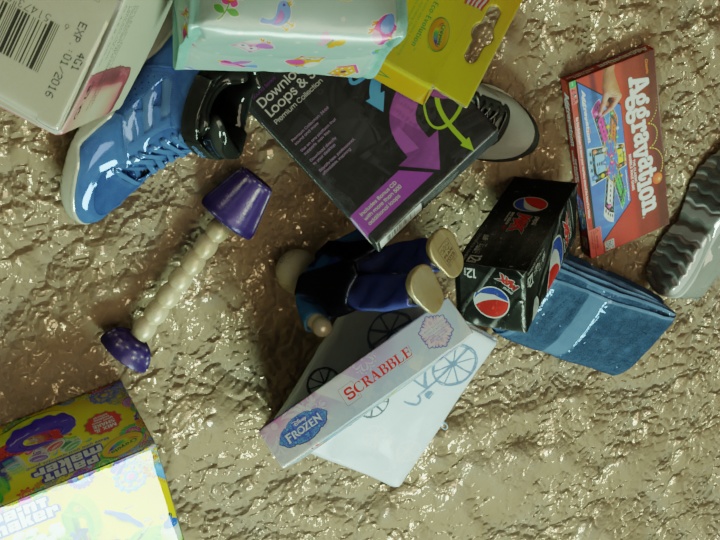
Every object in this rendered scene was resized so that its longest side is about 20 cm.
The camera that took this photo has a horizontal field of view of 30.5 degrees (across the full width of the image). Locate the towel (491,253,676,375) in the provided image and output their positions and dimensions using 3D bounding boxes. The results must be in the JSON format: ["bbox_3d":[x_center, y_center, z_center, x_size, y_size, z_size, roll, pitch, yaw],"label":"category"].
[{"bbox_3d":[0.229,0.048,1.380,0.198,0.049,0.112,19,120,-33],"label":"towel"}]

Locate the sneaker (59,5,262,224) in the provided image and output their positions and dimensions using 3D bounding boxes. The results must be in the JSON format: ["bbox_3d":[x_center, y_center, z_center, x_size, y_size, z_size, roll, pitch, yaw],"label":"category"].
[{"bbox_3d":[-0.158,-0.107,1.079,0.201,0.111,0.077,-56,158,2],"label":"sneaker"}]

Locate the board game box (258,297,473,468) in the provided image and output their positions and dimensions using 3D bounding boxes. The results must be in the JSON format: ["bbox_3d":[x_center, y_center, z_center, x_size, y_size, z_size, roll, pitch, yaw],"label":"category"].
[{"bbox_3d":[0.005,0.105,1.205,0.199,0.200,0.041,-35,84,-4],"label":"board game box"}]

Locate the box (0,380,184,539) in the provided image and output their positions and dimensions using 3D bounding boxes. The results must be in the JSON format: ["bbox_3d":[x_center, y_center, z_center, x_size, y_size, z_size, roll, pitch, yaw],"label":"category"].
[{"bbox_3d":[-0.268,0.239,1.186,0.198,0.122,0.195,-20,121,-17],"label":"box"}]

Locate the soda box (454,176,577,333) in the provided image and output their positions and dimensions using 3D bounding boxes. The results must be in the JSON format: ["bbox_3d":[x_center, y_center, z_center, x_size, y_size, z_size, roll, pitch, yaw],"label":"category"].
[{"bbox_3d":[0.150,-0.019,1.237,0.200,0.070,0.064,-51,143,-55],"label":"soda box"}]

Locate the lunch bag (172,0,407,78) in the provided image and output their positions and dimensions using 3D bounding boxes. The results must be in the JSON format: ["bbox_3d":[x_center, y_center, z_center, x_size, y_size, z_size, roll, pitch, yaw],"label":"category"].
[{"bbox_3d":[-0.057,-0.256,0.988,0.168,0.122,0.203,2,81,-14],"label":"lunch bag"}]

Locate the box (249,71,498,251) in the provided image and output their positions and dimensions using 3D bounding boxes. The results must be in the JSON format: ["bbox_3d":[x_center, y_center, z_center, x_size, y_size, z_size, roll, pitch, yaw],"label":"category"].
[{"bbox_3d":[-0.001,-0.138,1.118,0.143,0.200,0.036,-43,168,-5],"label":"box"}]

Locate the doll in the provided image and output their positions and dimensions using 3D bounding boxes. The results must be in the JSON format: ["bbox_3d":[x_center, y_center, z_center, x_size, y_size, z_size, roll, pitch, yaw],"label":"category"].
[{"bbox_3d":[0.000,0.000,1.166,0.049,0.199,0.137,50,57,-30],"label":"doll"}]

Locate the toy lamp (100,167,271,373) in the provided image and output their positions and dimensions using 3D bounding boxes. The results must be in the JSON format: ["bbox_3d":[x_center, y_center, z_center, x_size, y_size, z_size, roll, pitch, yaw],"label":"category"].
[{"bbox_3d":[-0.152,-0.003,1.173,0.058,0.058,0.201,35,97,-34],"label":"toy lamp"}]

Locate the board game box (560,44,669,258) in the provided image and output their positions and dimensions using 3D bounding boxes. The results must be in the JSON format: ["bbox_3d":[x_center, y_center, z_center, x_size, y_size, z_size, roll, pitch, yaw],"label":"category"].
[{"bbox_3d":[0.263,-0.119,1.348,0.102,0.019,0.202,-23,121,-17],"label":"board game box"}]

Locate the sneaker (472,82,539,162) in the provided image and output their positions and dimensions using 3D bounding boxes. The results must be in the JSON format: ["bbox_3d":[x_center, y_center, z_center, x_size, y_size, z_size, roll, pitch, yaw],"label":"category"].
[{"bbox_3d":[0.091,-0.145,1.214,0.199,0.079,0.075,20,101,-34],"label":"sneaker"}]

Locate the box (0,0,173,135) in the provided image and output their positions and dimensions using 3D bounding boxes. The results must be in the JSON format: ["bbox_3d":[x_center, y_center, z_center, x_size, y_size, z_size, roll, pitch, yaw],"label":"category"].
[{"bbox_3d":[-0.224,-0.181,0.946,0.127,0.200,0.110,28,101,-4],"label":"box"}]

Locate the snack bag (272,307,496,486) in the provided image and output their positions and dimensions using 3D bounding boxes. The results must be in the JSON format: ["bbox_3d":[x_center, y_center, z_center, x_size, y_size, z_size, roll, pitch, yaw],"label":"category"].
[{"bbox_3d":[0.022,0.118,1.338,0.187,0.021,0.201,25,103,-32],"label":"snack bag"}]

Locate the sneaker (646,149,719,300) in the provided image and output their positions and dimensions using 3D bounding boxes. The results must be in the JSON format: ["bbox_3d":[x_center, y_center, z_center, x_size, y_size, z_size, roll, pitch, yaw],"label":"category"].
[{"bbox_3d":[0.388,-0.055,1.419,0.081,0.075,0.201,18,114,-41],"label":"sneaker"}]

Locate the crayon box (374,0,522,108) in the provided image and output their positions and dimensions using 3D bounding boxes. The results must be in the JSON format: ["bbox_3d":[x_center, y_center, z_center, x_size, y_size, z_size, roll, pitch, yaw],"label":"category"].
[{"bbox_3d":[0.024,-0.226,1.083,0.199,0.051,0.128,29,80,0],"label":"crayon box"}]
